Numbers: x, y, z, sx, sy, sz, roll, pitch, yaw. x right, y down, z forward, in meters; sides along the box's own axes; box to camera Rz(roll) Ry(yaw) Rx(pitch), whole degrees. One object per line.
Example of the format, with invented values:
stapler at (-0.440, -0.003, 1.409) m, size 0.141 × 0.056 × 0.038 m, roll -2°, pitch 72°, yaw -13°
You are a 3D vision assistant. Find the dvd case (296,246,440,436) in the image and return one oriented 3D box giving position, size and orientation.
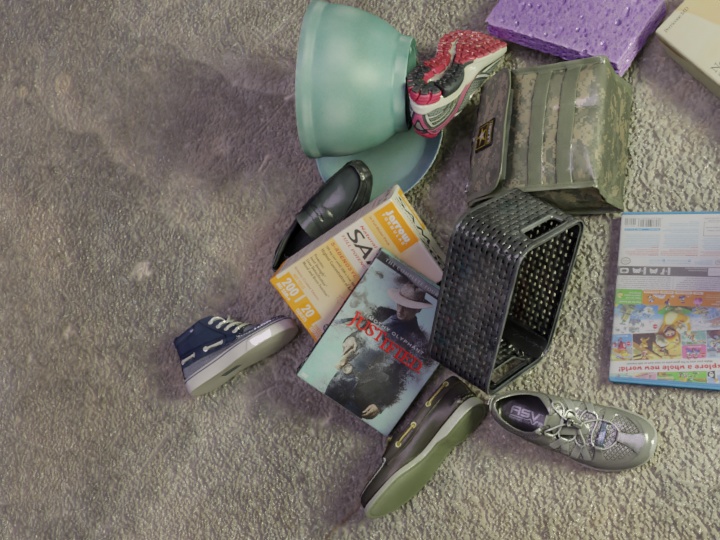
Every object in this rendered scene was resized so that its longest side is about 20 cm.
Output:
dvd case at (0.030, 0.092, 1.233) m, size 0.145 × 0.022 × 0.201 m, roll 35°, pitch 104°, yaw -3°

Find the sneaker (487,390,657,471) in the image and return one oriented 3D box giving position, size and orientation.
sneaker at (0.234, 0.182, 1.114) m, size 0.198 × 0.082 × 0.076 m, roll 6°, pitch 81°, yaw 31°

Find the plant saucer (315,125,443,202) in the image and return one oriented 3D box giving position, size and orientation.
plant saucer at (0.031, -0.181, 1.349) m, size 0.199 × 0.039 × 0.203 m, roll -8°, pitch 73°, yaw 28°

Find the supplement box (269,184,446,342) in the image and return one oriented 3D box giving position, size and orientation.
supplement box at (0.000, 0.000, 1.268) m, size 0.199 × 0.074 × 0.126 m, roll -34°, pitch 100°, yaw 19°

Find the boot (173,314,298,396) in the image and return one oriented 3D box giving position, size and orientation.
boot at (-0.182, 0.093, 1.381) m, size 0.199 × 0.073 × 0.091 m, roll -32°, pitch 70°, yaw 20°

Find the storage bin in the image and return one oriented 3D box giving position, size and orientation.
storage bin at (0.164, 0.024, 1.121) m, size 0.093 × 0.135 × 0.202 m, roll 31°, pitch 128°, yaw 32°

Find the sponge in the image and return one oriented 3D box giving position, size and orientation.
sponge at (0.269, -0.321, 1.236) m, size 0.199 × 0.030 × 0.112 m, roll 28°, pitch 75°, yaw 33°

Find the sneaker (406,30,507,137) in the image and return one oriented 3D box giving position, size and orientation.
sneaker at (0.119, -0.247, 1.253) m, size 0.080 × 0.075 × 0.200 m, roll 24°, pitch 48°, yaw 27°

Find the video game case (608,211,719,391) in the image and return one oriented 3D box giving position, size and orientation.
video game case at (0.362, 0.032, 1.117) m, size 0.142 × 0.018 × 0.202 m, roll 1°, pitch 78°, yaw 30°

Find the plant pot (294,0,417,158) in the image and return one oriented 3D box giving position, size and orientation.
plant pot at (0.003, -0.242, 1.259) m, size 0.133 × 0.200 × 0.203 m, roll 4°, pitch 79°, yaw 10°

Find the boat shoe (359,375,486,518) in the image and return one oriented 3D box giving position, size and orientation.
boat shoe at (0.068, 0.219, 1.210) m, size 0.201 × 0.072 × 0.061 m, roll -46°, pitch 56°, yaw 4°

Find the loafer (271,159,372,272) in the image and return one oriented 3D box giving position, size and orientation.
loafer at (-0.053, -0.065, 1.319) m, size 0.068 × 0.070 × 0.201 m, roll 51°, pitch 122°, yaw 22°

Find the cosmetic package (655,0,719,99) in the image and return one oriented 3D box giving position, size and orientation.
cosmetic package at (0.443, -0.238, 1.107) m, size 0.105 × 0.071 × 0.200 m, roll -47°, pitch 60°, yaw 12°

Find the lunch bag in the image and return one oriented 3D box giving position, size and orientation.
lunch bag at (0.217, -0.158, 1.193) m, size 0.198 × 0.117 × 0.166 m, roll -1°, pitch 75°, yaw 36°
